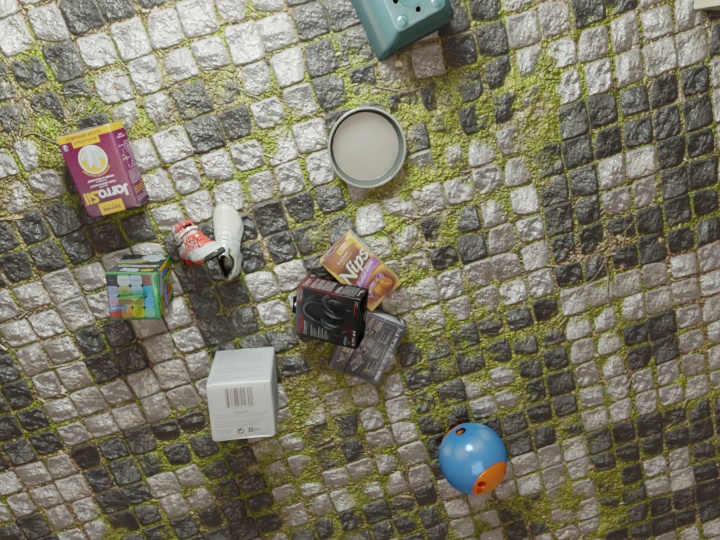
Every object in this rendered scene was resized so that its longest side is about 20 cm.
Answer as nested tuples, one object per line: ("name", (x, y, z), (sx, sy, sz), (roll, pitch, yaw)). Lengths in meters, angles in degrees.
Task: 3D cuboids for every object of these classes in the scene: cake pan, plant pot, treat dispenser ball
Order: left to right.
("cake pan", (0.016, -0.309, 1.441), (0.198, 0.037, 0.202), (-2, 109, -5))
("plant pot", (0.097, -0.602, 1.266), (0.195, 0.200, 0.197), (-27, 109, 3))
("treat dispenser ball", (0.329, 0.549, 1.672), (0.199, 0.201, 0.203), (-2, 109, -5))

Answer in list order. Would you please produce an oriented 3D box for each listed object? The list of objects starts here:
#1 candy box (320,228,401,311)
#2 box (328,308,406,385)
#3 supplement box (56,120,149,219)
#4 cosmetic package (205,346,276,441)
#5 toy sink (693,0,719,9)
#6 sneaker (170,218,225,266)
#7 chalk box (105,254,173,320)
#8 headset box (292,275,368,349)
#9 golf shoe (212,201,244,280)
("candy box", (0.000, 0.000, 1.535), (0.117, 0.057, 0.200), (-44, 105, 11))
("box", (0.018, 0.206, 1.608), (0.157, 0.048, 0.201), (21, 105, -10))
("supplement box", (-0.612, -0.242, 1.370), (0.130, 0.103, 0.201), (-15, 110, -1))
("cosmetic package", (-0.310, 0.326, 1.537), (0.166, 0.200, 0.168), (-4, 108, -4))
("toy sink", (0.899, -0.671, 1.319), (0.129, 0.200, 0.113), (-1, 109, -4))
("sneaker", (-0.408, -0.073, 1.409), (0.067, 0.201, 0.109), (-30, 104, -33))
("chalk box", (-0.550, 0.047, 1.421), (0.124, 0.200, 0.125), (0, 109, -5))
("headset box", (-0.087, 0.108, 1.518), (0.198, 0.077, 0.150), (12, 114, 14))
("golf shoe", (-0.337, -0.071, 1.457), (0.078, 0.097, 0.202), (-5, 108, -2))
